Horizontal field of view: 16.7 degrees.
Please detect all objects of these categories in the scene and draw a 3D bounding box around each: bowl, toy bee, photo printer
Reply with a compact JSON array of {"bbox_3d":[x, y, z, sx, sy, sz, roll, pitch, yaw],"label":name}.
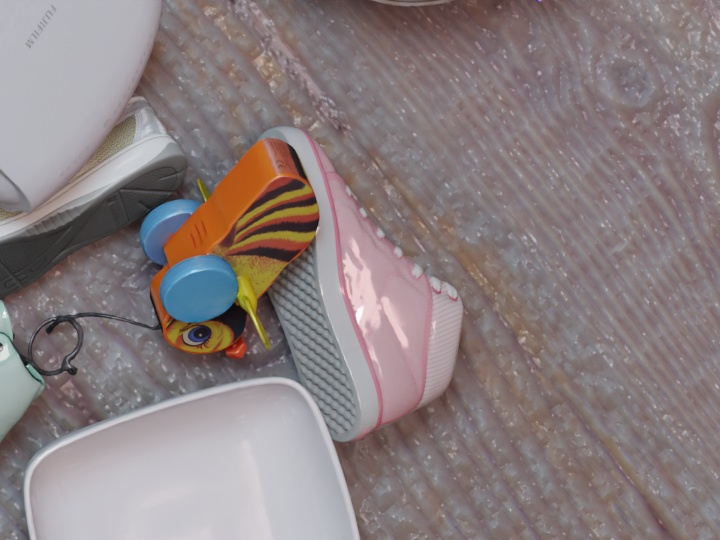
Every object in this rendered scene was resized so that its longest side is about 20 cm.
[{"bbox_3d":[-0.105,0.173,1.518,0.199,0.075,0.200,-17,99,-16],"label":"bowl"},{"bbox_3d":[-0.092,0.003,1.503,0.109,0.200,0.131,33,46,-45],"label":"toy bee"},{"bbox_3d":[-0.206,-0.142,1.376,0.200,0.069,0.167,48,63,-36],"label":"photo printer"}]

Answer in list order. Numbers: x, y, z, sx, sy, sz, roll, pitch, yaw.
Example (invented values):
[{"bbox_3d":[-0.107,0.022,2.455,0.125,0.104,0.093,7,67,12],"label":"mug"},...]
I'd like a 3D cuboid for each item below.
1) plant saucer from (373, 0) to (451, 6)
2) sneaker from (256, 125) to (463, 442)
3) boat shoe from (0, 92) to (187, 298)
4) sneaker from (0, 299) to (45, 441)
[{"bbox_3d":[0.037,-0.256,1.444,0.200,0.032,0.200,-10,116,-20],"label":"plant saucer"},{"bbox_3d":[0.000,0.000,1.544,0.105,0.075,0.200,-16,89,-35],"label":"sneaker"},{"bbox_3d":[-0.204,-0.039,1.475,0.202,0.074,0.065,-29,66,-11],"label":"boat shoe"},{"bbox_3d":[-0.272,0.038,1.430,0.118,0.074,0.200,-45,127,1],"label":"sneaker"}]
